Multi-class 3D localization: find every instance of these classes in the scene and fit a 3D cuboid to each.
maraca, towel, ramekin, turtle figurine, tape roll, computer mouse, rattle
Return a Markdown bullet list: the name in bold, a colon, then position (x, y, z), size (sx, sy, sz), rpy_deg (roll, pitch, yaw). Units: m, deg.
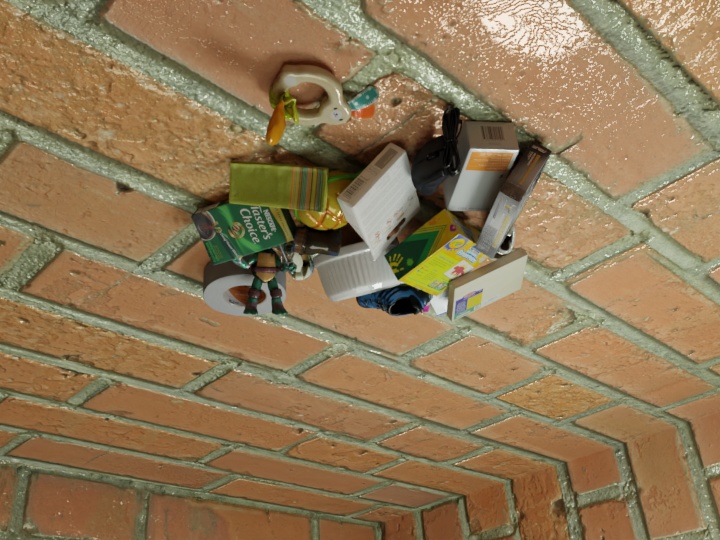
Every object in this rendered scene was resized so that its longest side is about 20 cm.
- **maraca**: position (-0.040, -0.148, 1.574), size (0.199, 0.107, 0.137), rpy_deg (-22, 151, -7)
- **towel**: position (-0.161, -0.164, 1.514), size (0.198, 0.087, 0.018), rpy_deg (6, -171, 10)
- **ramekin**: position (0.000, 0.000, 1.739), size (0.199, 0.106, 0.200), rpy_deg (-14, 176, -1)
- **turtle figurine**: position (-0.211, -0.003, 1.736), size (0.148, 0.202, 0.101), rpy_deg (1, -176, 5)
- **tape roll**: position (-0.278, 0.035, 1.871), size (0.198, 0.067, 0.201), rpy_deg (-3, 148, -2)
- **computer mouse**: position (0.136, -0.213, 1.488), size (0.052, 0.140, 0.200), rpy_deg (6, 159, -13)
- **rattle**: position (-0.058, -0.267, 1.349), size (0.199, 0.143, 0.131), rpy_deg (18, 124, -23)

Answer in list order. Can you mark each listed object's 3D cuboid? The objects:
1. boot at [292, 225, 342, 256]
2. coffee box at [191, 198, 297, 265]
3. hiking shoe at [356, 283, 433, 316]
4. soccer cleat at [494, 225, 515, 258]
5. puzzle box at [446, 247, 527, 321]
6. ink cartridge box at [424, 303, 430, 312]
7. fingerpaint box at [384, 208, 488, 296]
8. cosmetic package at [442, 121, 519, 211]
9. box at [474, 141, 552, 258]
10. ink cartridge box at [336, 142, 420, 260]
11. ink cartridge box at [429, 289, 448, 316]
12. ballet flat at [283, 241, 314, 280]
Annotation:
- **boot**: position (-0.082, -0.058, 1.652), size (0.096, 0.075, 0.200), rpy_deg (13, -171, 3)
- **coffee box**: position (-0.242, -0.096, 1.627), size (0.199, 0.044, 0.124), rpy_deg (-15, 110, 17)
- **hiking shoe**: position (0.068, 0.066, 1.819), size (0.199, 0.087, 0.075), rpy_deg (-7, 119, 32)
- **soccer cleat**: position (0.316, -0.063, 1.772), size (0.069, 0.087, 0.200), rpy_deg (-8, 151, 5)
- **puzzle box**: position (0.291, 0.034, 1.800), size (0.199, 0.025, 0.134), rpy_deg (-24, 145, -15)
- **ink cartridge box**: position (0.134, 0.070, 2.018), size (0.094, 0.037, 0.200), rpy_deg (-2, 150, -4)
- **fingerpaint box**: position (0.172, -0.035, 1.684), size (0.167, 0.074, 0.200), rpy_deg (-38, 153, 19)
- **cosmetic package**: position (0.235, -0.203, 1.550), size (0.101, 0.072, 0.200), rpy_deg (0, 149, -8)
- **box**: position (0.308, -0.141, 1.583), size (0.048, 0.159, 0.201), rpy_deg (29, 148, 11)
- **ink cartridge box**: position (0.043, -0.136, 1.569), size (0.161, 0.050, 0.200), rpy_deg (-47, 152, -14)
- **ink cartridge box**: position (0.187, 0.008, 1.831), size (0.099, 0.039, 0.201), rpy_deg (-22, 119, 9)
- **ballet flat**: position (-0.146, -0.017, 1.803), size (0.074, 0.075, 0.200), rpy_deg (-6, 149, 2)
